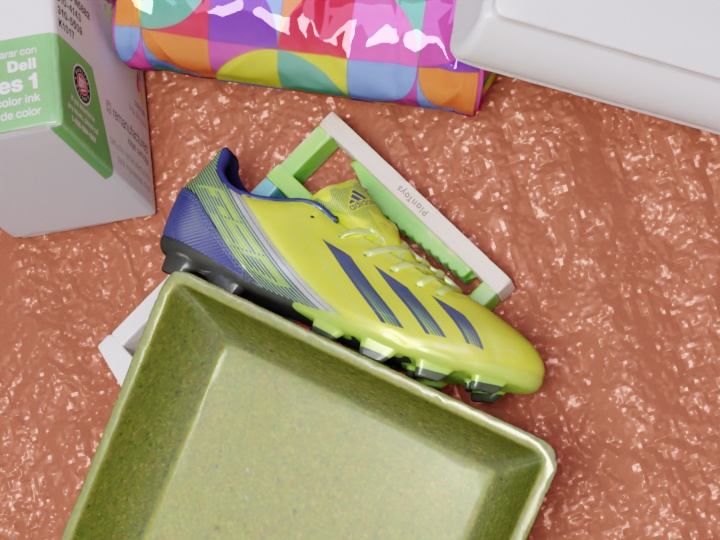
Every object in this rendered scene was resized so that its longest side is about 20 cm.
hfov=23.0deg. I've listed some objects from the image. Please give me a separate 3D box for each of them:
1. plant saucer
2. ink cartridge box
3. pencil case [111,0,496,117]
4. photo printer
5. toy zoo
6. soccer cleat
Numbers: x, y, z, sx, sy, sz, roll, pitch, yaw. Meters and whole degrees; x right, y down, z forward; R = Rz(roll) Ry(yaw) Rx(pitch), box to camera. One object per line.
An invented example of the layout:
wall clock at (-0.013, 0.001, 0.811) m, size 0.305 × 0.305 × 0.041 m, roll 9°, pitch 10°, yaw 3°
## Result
plant saucer at (-0.031, 0.129, 0.816) m, size 0.200 × 0.048 × 0.200 m, roll 25°, pitch 97°, yaw 15°
ink cartridge box at (-0.169, -0.135, 0.884) m, size 0.084 × 0.145 × 0.201 m, roll -10°, pitch 73°, yaw 9°
pencil case at (-0.027, -0.129, 0.874) m, size 0.199 × 0.088 × 0.089 m, roll 10°, pitch 78°, yaw 5°
photo printer at (0.149, -0.151, 0.824) m, size 0.199 × 0.069 × 0.167 m, roll 14°, pitch 72°, yaw -14°
toy zoo at (-0.039, 0.035, 0.877) m, size 0.200 × 0.020 × 0.131 m, roll -46°, pitch 71°, yaw -2°
soccer cleat at (0.000, 0.000, 0.833) m, size 0.200 × 0.065 × 0.084 m, roll 22°, pitch 79°, yaw 17°
